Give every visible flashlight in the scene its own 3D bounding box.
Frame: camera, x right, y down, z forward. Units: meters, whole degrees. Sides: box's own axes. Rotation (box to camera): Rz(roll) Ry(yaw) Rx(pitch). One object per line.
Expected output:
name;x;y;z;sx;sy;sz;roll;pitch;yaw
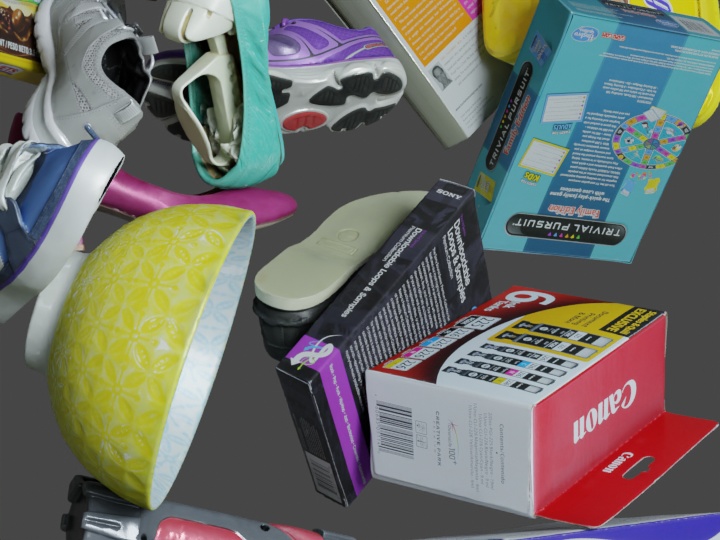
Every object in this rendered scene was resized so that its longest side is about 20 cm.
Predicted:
flashlight;-0.097;0.191;1.013;0.200;0.068;0.068;16;85;-25

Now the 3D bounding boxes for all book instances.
book;0.054;-0.215;1.207;0.200;0.048;0.134;51;57;-10

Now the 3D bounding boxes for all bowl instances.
bowl;-0.148;0.041;0.967;0.107;0.200;0.201;18;68;2

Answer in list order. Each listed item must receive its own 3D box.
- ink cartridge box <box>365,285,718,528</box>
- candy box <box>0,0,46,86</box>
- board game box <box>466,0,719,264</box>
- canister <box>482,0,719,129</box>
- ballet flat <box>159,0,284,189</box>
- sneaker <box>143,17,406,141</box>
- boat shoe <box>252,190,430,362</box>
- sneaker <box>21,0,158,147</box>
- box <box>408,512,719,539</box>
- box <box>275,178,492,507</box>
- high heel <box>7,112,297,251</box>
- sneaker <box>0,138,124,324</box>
ink cartridge box;0.132;0.088;1.061;0.200;0.175;0.084;-27;119;-50
candy box;-0.265;-0.186;0.976;0.200;0.026;0.102;9;68;-61
board game box;0.176;-0.106;1.174;0.151;0.200;0.047;5;31;-28
canister;0.195;-0.206;1.234;0.200;0.086;0.149;17;64;-35
ballet flat;-0.095;-0.144;1.002;0.070;0.067;0.200;-32;123;-43
sneaker;-0.067;-0.144;1.119;0.200;0.081;0.084;-5;51;-25
boat shoe;-0.002;-0.001;1.117;0.201;0.074;0.063;-35;135;-41
sneaker;-0.165;-0.137;1.008;0.075;0.082;0.200;51;22;-40
box;0.125;0.228;1.047;0.184;0.200;0.105;-1;80;-29
box;0.025;0.050;1.084;0.200;0.036;0.143;-47;144;-29
high heel;-0.139;-0.066;1.046;0.200;0.067;0.096;-6;92;-27
sneaker;-0.241;-0.049;0.913;0.146;0.200;0.081;34;53;-15
